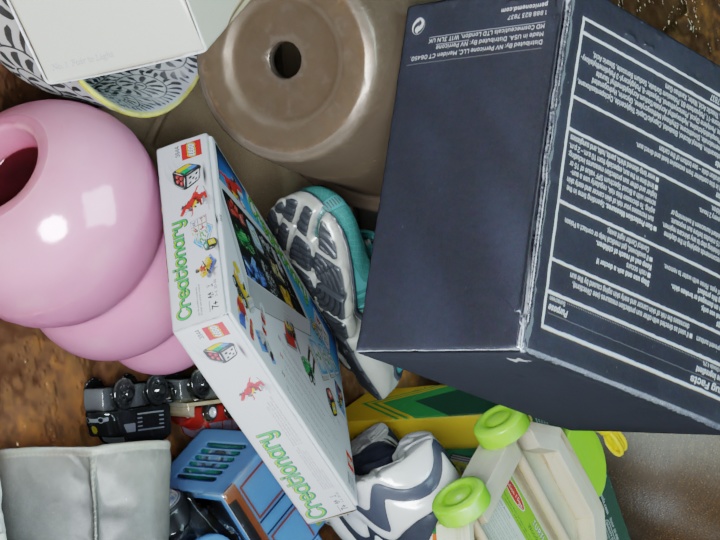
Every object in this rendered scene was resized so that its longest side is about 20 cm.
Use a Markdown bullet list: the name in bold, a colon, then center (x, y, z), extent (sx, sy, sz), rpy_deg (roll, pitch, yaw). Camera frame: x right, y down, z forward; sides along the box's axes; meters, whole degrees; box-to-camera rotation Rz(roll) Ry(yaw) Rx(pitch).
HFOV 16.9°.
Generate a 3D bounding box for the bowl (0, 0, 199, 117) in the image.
- **bowl**: center (-0.172, -0.177, 1.346), extent (0.201, 0.094, 0.201), rpy_deg (26, 60, -58)

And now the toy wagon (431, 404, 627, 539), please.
- **toy wagon**: center (0.105, 0.152, 1.407), extent (0.155, 0.040, 0.200), rpy_deg (61, 36, -24)

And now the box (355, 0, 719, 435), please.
- **box**: center (0.114, -0.027, 1.322), extent (0.200, 0.123, 0.199), rpy_deg (22, 70, -45)

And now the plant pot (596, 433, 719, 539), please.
- **plant pot**: center (0.160, 0.113, 1.676), extent (0.200, 0.187, 0.187), rpy_deg (18, 68, -34)

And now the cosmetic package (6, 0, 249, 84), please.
- **cosmetic package**: center (-0.096, -0.182, 1.281), extent (0.200, 0.103, 0.073), rpy_deg (-57, 131, -50)

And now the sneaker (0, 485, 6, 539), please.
- **sneaker**: center (-0.196, 0.161, 1.252), extent (0.075, 0.100, 0.200), rpy_deg (8, 75, -49)

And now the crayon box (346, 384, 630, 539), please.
- **crayon box**: center (0.086, 0.171, 1.549), extent (0.058, 0.172, 0.200), rpy_deg (-33, 109, -43)

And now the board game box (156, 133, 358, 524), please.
- **board game box**: center (-0.055, 0.035, 1.331), extent (0.200, 0.035, 0.126), rpy_deg (60, 16, -48)

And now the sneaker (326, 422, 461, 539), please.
- **sneaker**: center (0.030, 0.164, 1.464), extent (0.079, 0.199, 0.130), rpy_deg (-33, 96, -22)

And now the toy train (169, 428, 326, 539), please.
- **toy train**: center (-0.058, 0.190, 1.420), extent (0.114, 0.087, 0.200), rpy_deg (-47, 119, -32)

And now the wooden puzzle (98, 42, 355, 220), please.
- **wooden puzzle**: center (-0.071, -0.087, 1.520), extent (0.200, 0.037, 0.185), rpy_deg (47, 49, -30)

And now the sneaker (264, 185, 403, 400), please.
- **sneaker**: center (0.000, 0.000, 1.461), extent (0.080, 0.078, 0.200), rpy_deg (-42, 151, -9)

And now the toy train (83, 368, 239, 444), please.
- **toy train**: center (-0.091, 0.080, 1.456), extent (0.200, 0.034, 0.046), rpy_deg (-5, 92, -52)

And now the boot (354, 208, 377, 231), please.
- **boot**: center (0.055, -0.122, 1.507), extent (0.073, 0.182, 0.200), rpy_deg (-4, 76, -61)

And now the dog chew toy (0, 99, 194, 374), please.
- **dog chew toy**: center (-0.143, -0.008, 1.344), extent (0.200, 0.124, 0.125), rpy_deg (43, 51, -48)

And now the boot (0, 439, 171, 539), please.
- **boot**: center (-0.113, 0.192, 1.318), extent (0.073, 0.182, 0.200), rpy_deg (104, -12, -75)

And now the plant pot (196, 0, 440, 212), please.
- **plant pot**: center (-0.005, -0.128, 1.399), extent (0.175, 0.200, 0.201), rpy_deg (-13, 93, -63)
